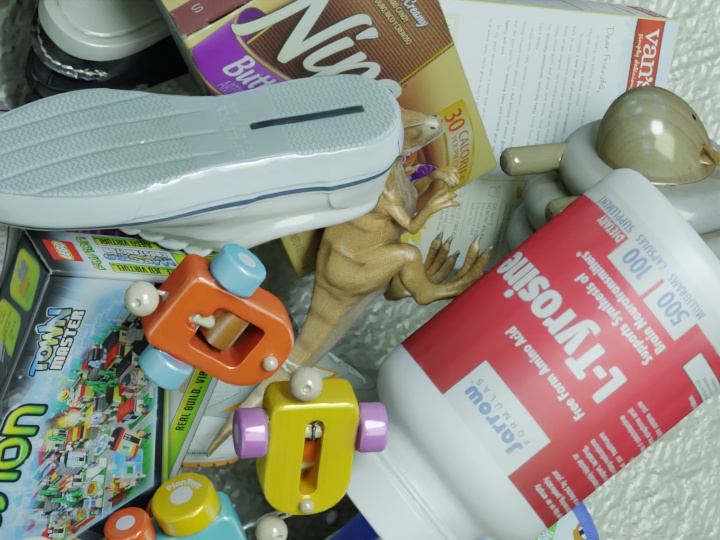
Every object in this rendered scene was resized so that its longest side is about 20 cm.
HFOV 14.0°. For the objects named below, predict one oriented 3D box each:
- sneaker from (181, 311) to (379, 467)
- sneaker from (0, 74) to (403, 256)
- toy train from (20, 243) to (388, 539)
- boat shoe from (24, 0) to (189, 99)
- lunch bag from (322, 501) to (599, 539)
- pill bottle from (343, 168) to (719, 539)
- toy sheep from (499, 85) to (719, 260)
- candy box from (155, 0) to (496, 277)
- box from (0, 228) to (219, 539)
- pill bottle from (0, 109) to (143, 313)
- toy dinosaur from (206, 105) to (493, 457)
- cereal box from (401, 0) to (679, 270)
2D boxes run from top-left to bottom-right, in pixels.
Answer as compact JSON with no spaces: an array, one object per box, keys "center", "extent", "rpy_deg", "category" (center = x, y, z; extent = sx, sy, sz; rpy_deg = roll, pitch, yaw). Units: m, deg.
[{"center":[-0.040,0.049,1.483],"extent":[0.199,0.076,0.092],"rpy_deg":[1,99,-36],"category":"sneaker"},{"center":[-0.078,-0.036,1.296],"extent":[0.199,0.073,0.071],"rpy_deg":[-5,137,-11],"category":"sneaker"},{"center":[-0.076,0.073,1.318],"extent":[0.150,0.056,0.200],"rpy_deg":[23,116,-27],"category":"toy train"},{"center":[-0.076,-0.132,1.403],"extent":[0.200,0.074,0.060],"rpy_deg":[-31,163,-38],"category":"boat shoe"},{"center":[0.033,0.172,1.504],"extent":[0.170,0.124,0.200],"rpy_deg":[-39,148,-20],"category":"lunch bag"},{"center":[0.082,0.054,1.377],"extent":[0.200,0.112,0.112],"rpy_deg":[-39,124,-1],"category":"pill bottle"},{"center":[0.133,-0.005,1.498],"extent":[0.137,0.138,0.201],"rpy_deg":[-11,130,-30],"category":"toy sheep"},{"center":[-0.015,-0.094,1.371],"extent":[0.116,0.057,0.200],"rpy_deg":[-29,146,-4],"category":"candy box"},{"center":[-0.133,0.076,1.343],"extent":[0.110,0.035,0.201],"rpy_deg":[4,123,-34],"category":"box"},{"center":[-0.173,-0.019,1.346],"extent":[0.199,0.112,0.113],"rpy_deg":[3,104,-33],"category":"pill bottle"},{"center":[0.000,0.000,1.413],"extent":[0.106,0.060,0.201],"rpy_deg":[10,119,-28],"category":"toy dinosaur"},{"center":[0.067,-0.073,1.530],"extent":[0.199,0.039,0.145],"rpy_deg":[3,105,-34],"category":"cereal box"}]
